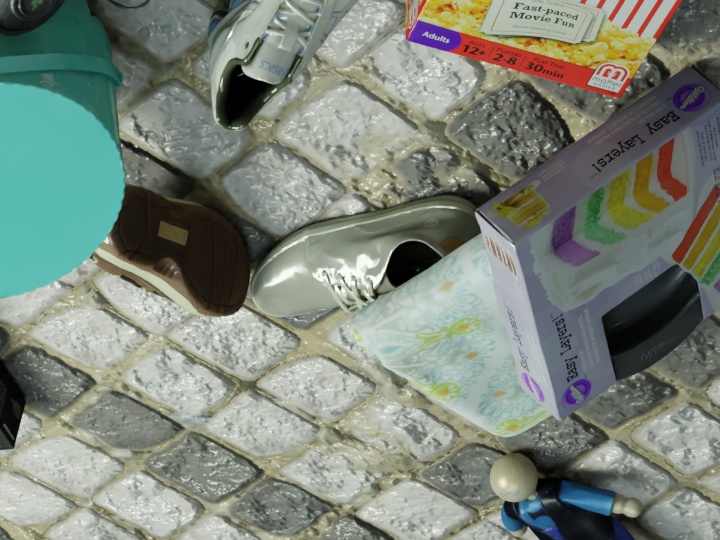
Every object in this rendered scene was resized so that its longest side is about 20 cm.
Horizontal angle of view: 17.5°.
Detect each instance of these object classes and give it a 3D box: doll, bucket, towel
[{"bbox_3d":[0.180,0.213,1.934,0.136,0.049,0.200,-21,127,44],"label":"doll"},{"bbox_3d":[-0.250,-0.090,1.528,0.206,0.135,0.208,-10,132,-11],"label":"bucket"},{"bbox_3d":[0.113,0.039,1.678,0.171,0.048,0.200,-34,140,19],"label":"towel"}]

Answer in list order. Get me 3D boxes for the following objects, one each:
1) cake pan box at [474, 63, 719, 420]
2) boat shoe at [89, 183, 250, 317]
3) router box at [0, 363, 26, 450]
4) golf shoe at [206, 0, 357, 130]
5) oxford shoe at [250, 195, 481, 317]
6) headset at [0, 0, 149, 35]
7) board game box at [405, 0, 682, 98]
[{"bbox_3d":[0.177,-0.013,1.577,0.184,0.052,0.201,-31,138,-13],"label":"cake pan box"},{"bbox_3d":[-0.152,-0.021,1.680,0.074,0.075,0.202,7,164,29],"label":"boat shoe"},{"bbox_3d":[-0.379,0.072,1.864,0.156,0.052,0.201,-7,138,18],"label":"router box"},{"bbox_3d":[-0.037,-0.161,1.465,0.078,0.098,0.200,21,141,-15],"label":"golf shoe"},{"bbox_3d":[0.000,0.000,1.704,0.199,0.058,0.075,-17,136,30],"label":"oxford shoe"},{"bbox_3d":[-0.211,-0.210,1.452,0.199,0.124,0.094,11,123,-26],"label":"headset"},{"bbox_3d":[0.131,-0.202,1.433,0.150,0.047,0.200,13,140,-13],"label":"board game box"}]
